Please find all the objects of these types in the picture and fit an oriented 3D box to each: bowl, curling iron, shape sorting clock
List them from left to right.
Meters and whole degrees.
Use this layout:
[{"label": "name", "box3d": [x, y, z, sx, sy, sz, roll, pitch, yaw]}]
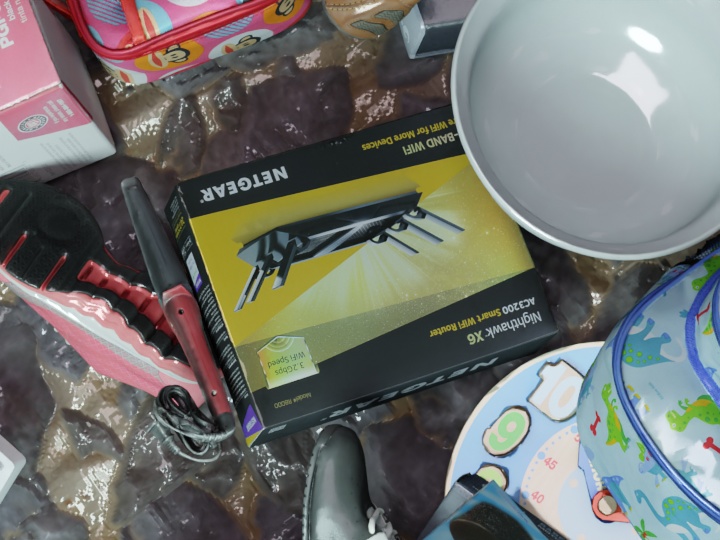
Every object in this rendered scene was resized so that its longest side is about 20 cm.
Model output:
[{"label": "curling iron", "box3d": [-0.115, 0.024, 1.349, 0.049, 0.026, 0.201, 0, 55, -25]}, {"label": "bowl", "box3d": [0.145, -0.091, 1.374, 0.199, 0.090, 0.203, 2, 72, -6]}, {"label": "shape sorting clock", "box3d": [0.148, 0.143, 1.370, 0.198, 0.039, 0.202, -1, 80, 6]}]

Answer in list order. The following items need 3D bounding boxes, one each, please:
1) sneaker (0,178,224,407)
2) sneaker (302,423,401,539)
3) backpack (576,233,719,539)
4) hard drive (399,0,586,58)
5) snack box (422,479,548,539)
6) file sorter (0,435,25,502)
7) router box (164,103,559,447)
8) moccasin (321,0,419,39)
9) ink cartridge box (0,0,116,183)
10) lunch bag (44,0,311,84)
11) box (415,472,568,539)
[{"label": "sneaker", "box3d": [-0.171, 0.024, 1.402, 0.199, 0.087, 0.074, 34, 50, 6]}, {"label": "sneaker", "box3d": [0.019, 0.184, 1.296, 0.088, 0.074, 0.202, -6, 98, 19]}, {"label": "backpack", "box3d": [0.233, 0.066, 1.289, 0.199, 0.147, 0.183, -32, 77, -25]}, {"label": "hard drive", "box3d": [0.075, -0.244, 1.444, 0.134, 0.042, 0.202, -8, 79, 5]}, {"label": "snack box", "box3d": [0.104, 0.220, 1.247, 0.200, 0.116, 0.037, 47, 127, 8]}, {"label": "file sorter", "box3d": [-0.334, 0.116, 1.361, 0.200, 0.124, 0.139, 40, 118, 11]}, {"label": "router box", "box3d": [0.000, 0.000, 1.373, 0.199, 0.052, 0.158, -18, 78, -18]}, {"label": "moccasin", "box3d": [-0.009, -0.245, 1.405, 0.077, 0.073, 0.203, -30, 61, 29]}, {"label": "ink cartridge box", "box3d": [-0.268, -0.089, 1.402, 0.199, 0.147, 0.083, -23, 76, 2]}, {"label": "lunch bag", "box3d": [-0.136, -0.226, 1.448, 0.175, 0.082, 0.201, -21, 75, 4]}, {"label": "box", "box3d": [0.097, 0.241, 1.337, 0.199, 0.051, 0.158, 35, 101, 10]}]
